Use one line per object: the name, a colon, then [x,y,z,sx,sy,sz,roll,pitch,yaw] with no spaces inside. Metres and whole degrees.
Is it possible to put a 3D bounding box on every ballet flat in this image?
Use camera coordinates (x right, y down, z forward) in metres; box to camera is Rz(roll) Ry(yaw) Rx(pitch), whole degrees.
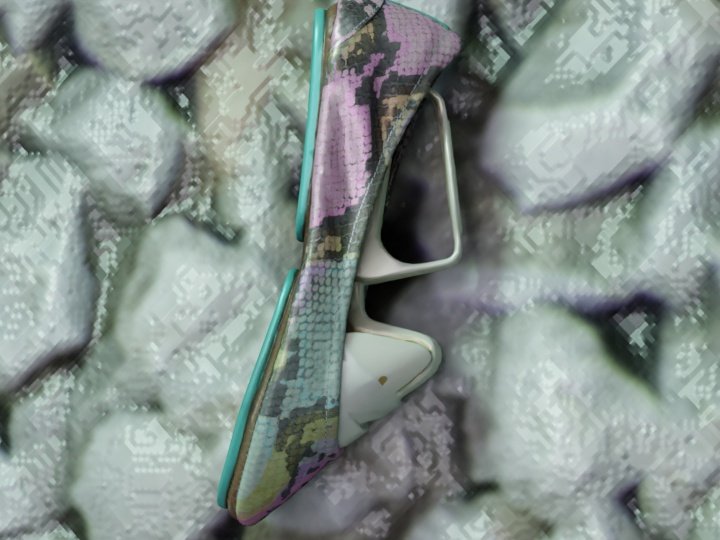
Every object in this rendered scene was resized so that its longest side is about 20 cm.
ballet flat: [0.000,0.000,1.093,0.071,0.069,0.200,12,88,3]
